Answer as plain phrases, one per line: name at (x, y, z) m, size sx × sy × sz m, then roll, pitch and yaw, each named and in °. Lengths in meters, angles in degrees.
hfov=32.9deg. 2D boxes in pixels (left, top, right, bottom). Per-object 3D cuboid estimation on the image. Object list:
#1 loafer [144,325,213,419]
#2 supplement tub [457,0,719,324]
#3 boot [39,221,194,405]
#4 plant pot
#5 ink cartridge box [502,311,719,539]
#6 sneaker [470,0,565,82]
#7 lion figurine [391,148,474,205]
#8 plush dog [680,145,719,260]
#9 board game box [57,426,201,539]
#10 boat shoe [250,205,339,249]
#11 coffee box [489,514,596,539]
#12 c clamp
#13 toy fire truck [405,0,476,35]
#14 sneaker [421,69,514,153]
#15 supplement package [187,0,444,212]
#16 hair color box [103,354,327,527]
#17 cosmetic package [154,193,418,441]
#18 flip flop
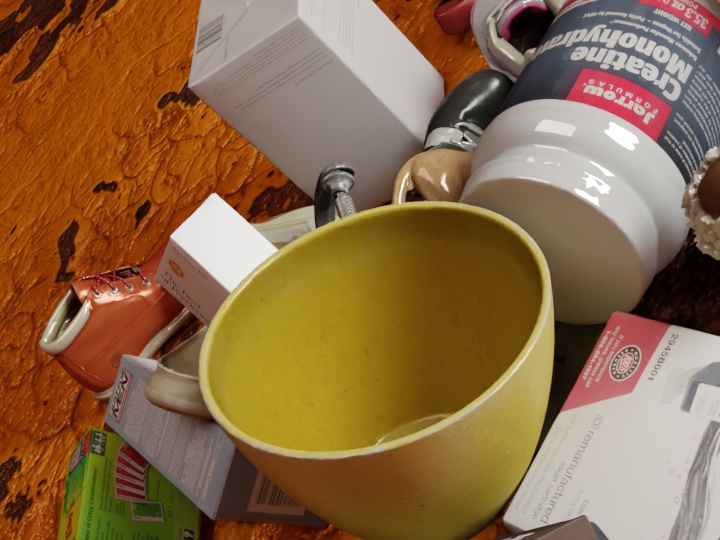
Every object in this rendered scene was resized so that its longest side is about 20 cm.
loafer at (-0.085, 0.053, 0.910) m, size 0.075 × 0.200 × 0.069 m, roll 13°, pitch 110°, yaw 29°
supplement tub at (0.155, -0.080, 0.773) m, size 0.140 × 0.141 × 0.200 m, roll -6°, pitch 42°, yaw 45°
boot at (-0.213, 0.020, 1.145) m, size 0.201 × 0.107 × 0.075 m, roll -56°, pitch 34°, yaw -10°
plant pot at (0.025, 0.078, 0.700) m, size 0.199 × 0.143 × 0.201 m, roll -14°, pitch 36°, yaw 10°
ink cartridge box at (0.193, 0.117, 0.632) m, size 0.199 × 0.085 × 0.146 m, roll 16°, pitch 72°, yaw 50°
sneaker at (0.137, -0.190, 0.960) m, size 0.081 × 0.088 × 0.200 m, roll -40°, pitch 37°, yaw 4°
lion figurine at (0.086, -0.056, 0.845) m, size 0.072 × 0.199 × 0.123 m, roll -28°, pitch 72°, yaw 48°
plush dog at (0.282, -0.067, 0.679) m, size 0.200 × 0.160 × 0.172 m, roll -44°, pitch 16°, yaw 15°
board game box at (-0.176, 0.224, 0.915) m, size 0.048 × 0.101 × 0.201 m, roll -50°, pitch 30°, yaw 36°
boat shoe at (-0.092, 0.001, 1.056) m, size 0.199 × 0.074 × 0.067 m, roll -21°, pitch 39°, yaw 35°
coffee box at (0.032, 0.200, 0.649) m, size 0.200 × 0.113 × 0.080 m, roll -30°, pitch 76°, yaw 50°
c clamp at (0.000, 0.000, 0.895) m, size 0.027 × 0.171 × 0.201 m, roll -13°, pitch 58°, yaw -12°
toy fire truck at (0.116, -0.317, 1.100) m, size 0.199 × 0.112 × 0.168 m, roll -29°, pitch 22°, yaw 26°
sneaker at (0.071, -0.060, 0.918) m, size 0.201 × 0.074 × 0.088 m, roll -62°, pitch 12°, yaw -2°
supplement package at (-0.030, -0.156, 1.020) m, size 0.119 × 0.200 × 0.122 m, roll -27°, pitch 41°, yaw 27°
hair color box at (-0.108, 0.127, 0.928) m, size 0.200 × 0.099 × 0.061 m, roll 25°, pitch 99°, yaw 54°
cosmetic package at (-0.048, 0.044, 0.827) m, size 0.051 × 0.200 × 0.083 m, roll -47°, pitch -2°, yaw -28°
flip flop at (0.081, 0.089, 0.799) m, size 0.199 × 0.058 × 0.081 m, roll -33°, pitch 35°, yaw 27°
